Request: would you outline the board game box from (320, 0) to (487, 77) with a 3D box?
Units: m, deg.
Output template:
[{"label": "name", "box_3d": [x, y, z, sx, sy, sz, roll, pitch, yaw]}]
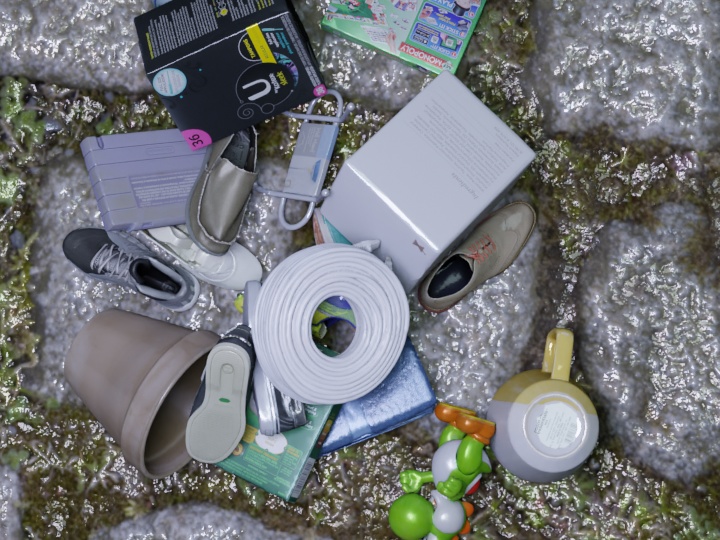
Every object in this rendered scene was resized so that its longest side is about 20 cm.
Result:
[{"label": "board game box", "box_3d": [0.061, -0.358, 1.817, 0.199, 0.029, 0.135, 24, 85, 3]}]

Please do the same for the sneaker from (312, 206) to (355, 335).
[{"label": "sneaker", "box_3d": [0.000, 0.000, 1.764, 0.079, 0.071, 0.201, -22, 84, -13]}]

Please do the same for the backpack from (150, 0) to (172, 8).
[{"label": "backpack", "box_3d": [-0.189, -0.396, 1.771, 0.200, 0.163, 0.154, -39, 76, 3]}]

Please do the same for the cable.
[{"label": "cable", "box_3d": [-0.034, 0.067, 1.615, 0.199, 0.069, 0.202, -6, 98, -27]}]

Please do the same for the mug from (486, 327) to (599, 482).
[{"label": "mug", "box_3d": [0.234, 0.183, 1.694, 0.149, 0.153, 0.188, -22, 84, -1]}]

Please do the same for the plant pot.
[{"label": "plant pot", "box_3d": [-0.280, 0.138, 1.701, 0.173, 0.200, 0.201, 30, 85, 20]}]

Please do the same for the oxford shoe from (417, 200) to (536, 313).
[{"label": "oxford shoe", "box_3d": [0.161, -0.018, 1.755, 0.070, 0.075, 0.200, 44, 86, 5]}]

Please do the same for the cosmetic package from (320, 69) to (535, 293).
[{"label": "cosmetic package", "box_3d": [0.085, -0.112, 1.696, 0.166, 0.167, 0.200, 44, 67, 4]}]

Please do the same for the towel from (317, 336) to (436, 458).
[{"label": "towel", "box_3d": [-0.006, 0.169, 1.749, 0.199, 0.049, 0.112, -22, 79, 1]}]

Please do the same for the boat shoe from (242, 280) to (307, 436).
[{"label": "boat shoe", "box_3d": [-0.108, 0.109, 1.675, 0.070, 0.072, 0.201, -7, 78, -11]}]

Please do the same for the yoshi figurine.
[{"label": "yoshi figurine", "box_3d": [0.097, 0.275, 1.713, 0.111, 0.112, 0.201, 17, 92, 21]}]

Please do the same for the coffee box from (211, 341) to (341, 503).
[{"label": "coffee box", "box_3d": [-0.095, 0.185, 1.704, 0.122, 0.044, 0.201, 22, 83, 20]}]

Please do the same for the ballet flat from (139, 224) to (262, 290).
[{"label": "ballet flat", "box_3d": [-0.226, -0.030, 1.765, 0.199, 0.069, 0.070, 31, 85, 4]}]

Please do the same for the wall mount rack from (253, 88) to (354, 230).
[{"label": "wall mount rack", "box_3d": [-0.066, -0.154, 1.738, 0.173, 0.074, 0.201, 10, 82, 43]}]

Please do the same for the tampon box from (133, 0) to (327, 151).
[{"label": "tampon box", "box_3d": [-0.169, -0.279, 1.710, 0.199, 0.150, 0.127, -23, 48, 5]}]

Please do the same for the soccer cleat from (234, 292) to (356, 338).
[{"label": "soccer cleat", "box_3d": [-0.082, 0.052, 1.725, 0.199, 0.065, 0.084, -6, 100, 31]}]

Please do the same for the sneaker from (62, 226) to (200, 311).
[{"label": "sneaker", "box_3d": [-0.308, -0.011, 1.740, 0.199, 0.116, 0.075, 22, 84, 3]}]

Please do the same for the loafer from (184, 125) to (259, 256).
[{"label": "loafer", "box_3d": [-0.178, -0.115, 1.728, 0.075, 0.070, 0.201, 20, 60, -26]}]

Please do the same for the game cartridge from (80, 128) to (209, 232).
[{"label": "game cartridge", "box_3d": [-0.261, -0.121, 1.738, 0.199, 0.038, 0.131, -10, 81, -37]}]

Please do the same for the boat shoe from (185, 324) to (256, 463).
[{"label": "boat shoe", "box_3d": [-0.170, 0.158, 1.645, 0.071, 0.068, 0.201, 16, 122, -3]}]
